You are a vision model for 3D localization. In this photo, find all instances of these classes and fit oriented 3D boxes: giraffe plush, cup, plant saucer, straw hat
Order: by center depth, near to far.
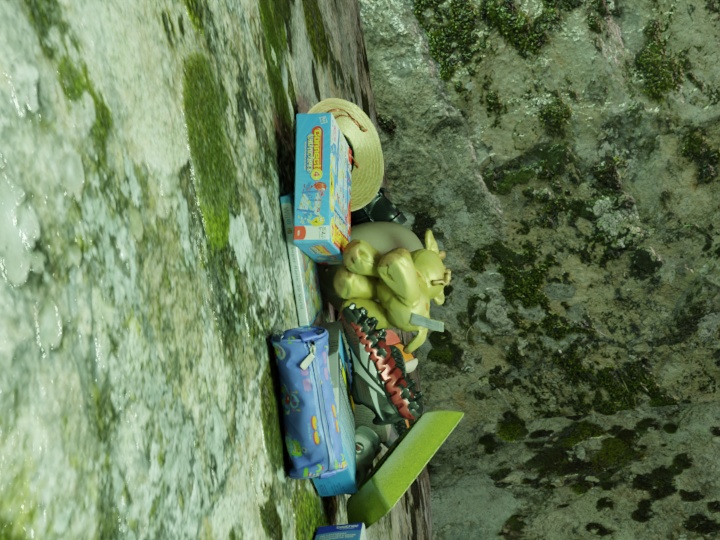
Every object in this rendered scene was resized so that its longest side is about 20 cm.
[{"bbox_3d":[0.055,0.302,1.245,0.200,0.048,0.200,-45,172,-33],"label":"plant saucer"},{"bbox_3d":[0.075,0.015,1.312,0.162,0.199,0.174,-45,159,-50],"label":"giraffe plush"},{"bbox_3d":[0.000,0.000,1.442,0.143,0.199,0.203,14,66,-52],"label":"cup"},{"bbox_3d":[-0.055,-0.199,1.460,0.085,0.199,0.203,-10,-93,55],"label":"straw hat"}]

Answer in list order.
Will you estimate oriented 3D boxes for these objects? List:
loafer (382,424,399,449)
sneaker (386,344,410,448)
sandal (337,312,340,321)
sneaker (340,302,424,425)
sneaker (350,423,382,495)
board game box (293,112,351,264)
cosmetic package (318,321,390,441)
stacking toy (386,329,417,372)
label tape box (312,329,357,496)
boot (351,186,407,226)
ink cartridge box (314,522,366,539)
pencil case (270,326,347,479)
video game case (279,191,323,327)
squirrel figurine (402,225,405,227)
[{"bbox_3d":[0.029,0.247,1.473,0.201,0.070,0.068,54,-10,-9],"label":"loafer"},{"bbox_3d":[0.061,0.244,1.593,0.090,0.069,0.203,-11,96,-83],"label":"sneaker"},{"bbox_3d":[-0.007,0.110,1.589,0.059,0.078,0.208,63,18,-48],"label":"sandal"},{"bbox_3d":[0.012,0.151,1.247,0.202,0.097,0.071,60,20,2],"label":"sneaker"},{"bbox_3d":[-0.020,0.337,1.341,0.089,0.074,0.201,-50,158,-34],"label":"sneaker"},{"bbox_3d":[-0.057,-0.122,1.284,0.200,0.055,0.198,45,45,-78],"label":"board game box"},{"bbox_3d":[-0.011,0.190,1.383,0.073,0.102,0.202,-65,149,-75],"label":"cosmetic package"},{"bbox_3d":[0.026,0.145,1.753,0.146,0.145,0.202,31,37,-81],"label":"stacking toy"},{"bbox_3d":[-0.047,0.215,1.227,0.145,0.063,0.201,76,9,-47],"label":"label tape box"},{"bbox_3d":[-0.021,-0.112,1.577,0.163,0.198,0.073,52,20,0],"label":"boot"},{"bbox_3d":[-0.025,0.444,1.120,0.200,0.075,0.138,-57,140,-77],"label":"ink cartridge box"},{"bbox_3d":[-0.066,0.170,1.046,0.087,0.077,0.202,178,-96,-68],"label":"pencil case"},{"bbox_3d":[-0.091,-0.023,1.289,0.143,0.018,0.202,-56,138,-79],"label":"video game case"},{"bbox_3d":[0.024,-0.098,1.705,0.200,0.140,0.188,117,-33,-55],"label":"squirrel figurine"}]
